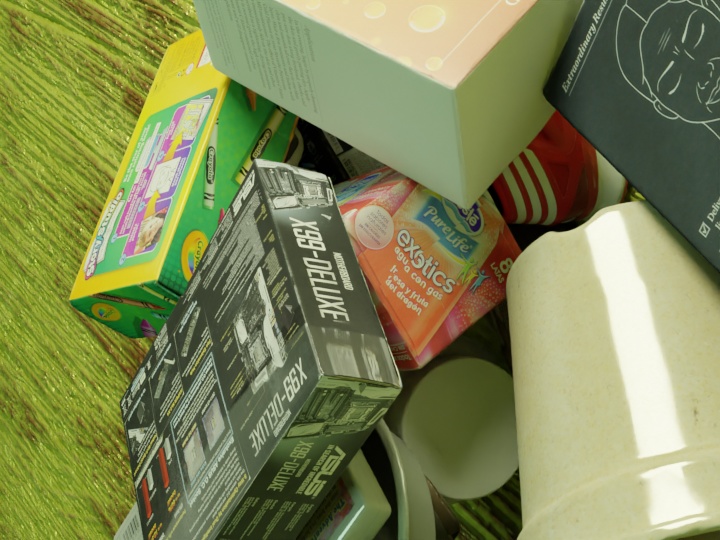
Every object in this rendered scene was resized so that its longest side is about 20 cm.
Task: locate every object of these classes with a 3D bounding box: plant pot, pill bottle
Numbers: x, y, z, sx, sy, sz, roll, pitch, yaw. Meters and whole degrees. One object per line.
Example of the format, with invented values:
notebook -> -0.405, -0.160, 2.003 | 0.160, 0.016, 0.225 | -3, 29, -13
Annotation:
plant pot -> 0.157, 0.073, 0.730 | 0.200, 0.198, 0.186 | -45, 46, 49
pill bottle -> 0.033, 0.093, 0.925 | 0.200, 0.111, 0.114 | -179, 85, -72

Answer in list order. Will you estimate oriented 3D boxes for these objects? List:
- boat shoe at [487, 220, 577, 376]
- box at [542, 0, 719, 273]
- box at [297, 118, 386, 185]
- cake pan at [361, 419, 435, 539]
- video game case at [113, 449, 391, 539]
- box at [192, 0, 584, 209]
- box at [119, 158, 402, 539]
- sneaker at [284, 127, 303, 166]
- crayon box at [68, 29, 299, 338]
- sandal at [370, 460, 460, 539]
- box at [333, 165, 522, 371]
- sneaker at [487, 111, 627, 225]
boat shoe -> 0.104, 0.019, 0.885 | 0.064, 0.070, 0.203 | -36, 66, 51
box -> 0.206, -0.095, 0.686 | 0.201, 0.106, 0.150 | 53, 135, 38
box -> -0.051, -0.096, 1.039 | 0.200, 0.049, 0.200 | 61, 157, 7
cake pan -> -0.026, 0.169, 0.792 | 0.199, 0.036, 0.203 | -31, 49, 44
video game case -> -0.072, 0.149, 0.815 | 0.201, 0.023, 0.183 | -56, 37, 19
box -> 0.016, -0.146, 0.788 | 0.199, 0.125, 0.098 | 31, 154, 27
box -> -0.063, 0.067, 0.755 | 0.201, 0.049, 0.159 | -57, 36, 32
sneaker -> -0.070, -0.044, 1.015 | 0.199, 0.093, 0.071 | -31, 24, 58
crayon box -> -0.106, -0.062, 0.900 | 0.118, 0.058, 0.202 | -11, 55, 52
sandal -> -0.005, 0.161, 0.868 | 0.082, 0.055, 0.199 | 51, 155, -9
box -> 0.000, 0.000, 0.869 | 0.095, 0.102, 0.199 | 59, 152, -10
sneaker -> 0.087, -0.123, 0.849 | 0.078, 0.114, 0.203 | -40, 61, 57
